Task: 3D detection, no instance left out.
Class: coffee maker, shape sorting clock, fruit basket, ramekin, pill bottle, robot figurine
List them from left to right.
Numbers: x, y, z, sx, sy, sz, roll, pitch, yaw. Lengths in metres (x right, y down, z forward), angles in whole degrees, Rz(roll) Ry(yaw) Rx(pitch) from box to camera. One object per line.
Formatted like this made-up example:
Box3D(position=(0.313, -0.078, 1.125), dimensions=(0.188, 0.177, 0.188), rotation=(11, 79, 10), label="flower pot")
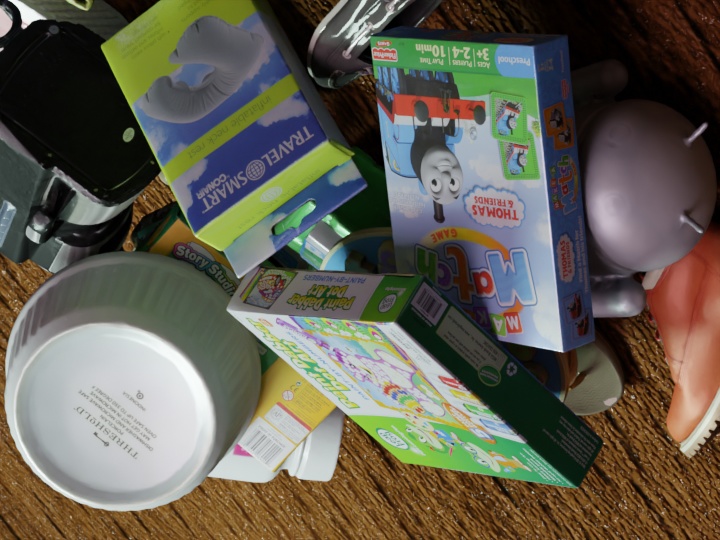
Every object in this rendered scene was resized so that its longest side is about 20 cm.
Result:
Box3D(position=(-0.242, -0.104, 1.836), dimensions=(0.192, 0.135, 0.200), rotation=(59, 155, 8), label="coffee maker")
Box3D(position=(-0.180, 0.093, 1.831), dimensions=(0.202, 0.094, 0.203), rotation=(2, 112, 4), label="ramekin")
Box3D(position=(-0.118, 0.117, 1.999), dimensions=(0.200, 0.113, 0.113), rotation=(8, 146, -8), label="pill bottle")
Box3D(position=(0.000, 0.000, 1.827), dimensions=(0.185, 0.094, 0.200), rotation=(38, 150, 6), label="fruit basket")
Box3D(position=(0.056, 0.047, 1.701), dimensions=(0.200, 0.039, 0.200), rotation=(24, 148, 16), label="shape sorting clock")
Box3D(position=(0.154, -0.053, 1.583), dimensions=(0.200, 0.113, 0.170), rotation=(-5, 91, 50), label="robot figurine")

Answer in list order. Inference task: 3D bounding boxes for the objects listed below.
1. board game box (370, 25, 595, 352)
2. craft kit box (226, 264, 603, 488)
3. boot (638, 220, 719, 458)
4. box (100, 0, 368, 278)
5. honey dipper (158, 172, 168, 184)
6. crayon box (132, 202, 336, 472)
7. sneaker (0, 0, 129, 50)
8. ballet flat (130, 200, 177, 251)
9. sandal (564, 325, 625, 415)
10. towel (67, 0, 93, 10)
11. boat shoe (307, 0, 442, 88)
Box3D(position=(0.079, -0.055, 1.551), dimensions=(0.151, 0.037, 0.200), rotation=(9, 112, 47), label="board game box")
Box3D(position=(0.035, 0.071, 1.635), dimensions=(0.200, 0.049, 0.197), rotation=(42, 160, -29), label="craft kit box")
Box3D(position=(0.236, 0.042, 1.656), dimensions=(0.107, 0.075, 0.200), rotation=(33, 138, 19), label="boot")
Box3D(position=(-0.091, -0.110, 1.676), dimensions=(0.048, 0.122, 0.200), rotation=(30, -152, -60), label="box")
Box3D(position=(-0.099, -0.013, 1.969), dimensions=(0.200, 0.038, 0.038), rotation=(49, 147, -6), label="honey dipper")
Box3D(position=(-0.103, 0.050, 1.889), dimensions=(0.200, 0.058, 0.119), rotation=(40, 109, -10), label="crayon box")
Box3D(position=(-0.276, -0.211, 1.881), dimensions=(0.200, 0.075, 0.105), rotation=(42, 142, -9), label="sneaker")
Box3D(position=(-0.151, 0.011, 1.985), dimensions=(0.072, 0.072, 0.200), rotation=(25, 157, 24), label="ballet flat")
Box3D(position=(0.126, 0.053, 1.739), dimensions=(0.080, 0.054, 0.200), rotation=(-23, 133, 21), label="sandal")
Box3D(position=(-0.255, -0.239, 1.733), dimensions=(0.143, 0.023, 0.200), rotation=(22, -167, -13), label="towel")
Box3D(position=(0.018, -0.170, 1.627), dimensions=(0.057, 0.067, 0.200), rotation=(53, 147, 13), label="boat shoe")
